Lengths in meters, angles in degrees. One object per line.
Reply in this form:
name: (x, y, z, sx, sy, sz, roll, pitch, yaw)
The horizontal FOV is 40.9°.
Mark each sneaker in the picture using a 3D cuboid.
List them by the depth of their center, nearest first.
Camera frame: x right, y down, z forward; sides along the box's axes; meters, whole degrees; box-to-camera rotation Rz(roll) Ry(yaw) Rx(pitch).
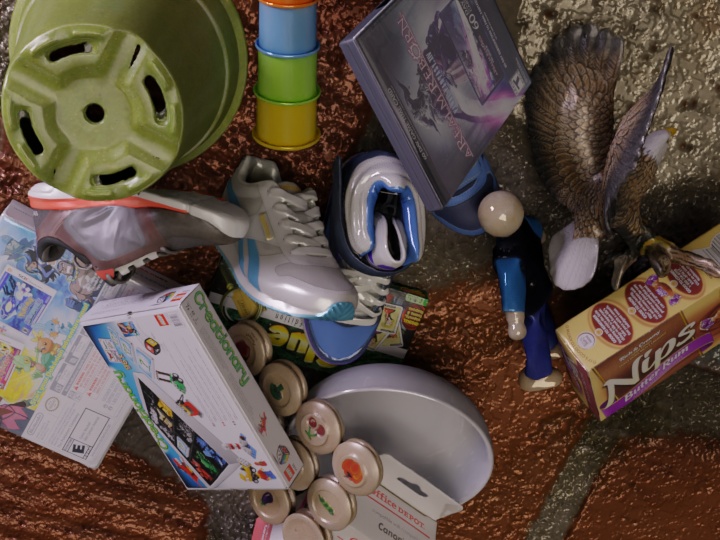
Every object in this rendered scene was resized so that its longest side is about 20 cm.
sneaker: (-0.063, -0.026, 0.789, 0.076, 0.200, 0.081, 6, 115, -39)
sneaker: (-0.181, -0.027, 0.794, 0.198, 0.077, 0.083, 7, 96, 21)
sneaker: (0.000, 0.000, 0.813, 0.080, 0.146, 0.202, 10, 100, -12)
sneaker: (0.065, -0.106, 0.825, 0.074, 0.082, 0.201, -29, 115, 6)

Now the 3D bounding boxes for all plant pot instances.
plant pot: (-0.185, -0.141, 0.727, 0.198, 0.190, 0.202, -2, 113, -5)

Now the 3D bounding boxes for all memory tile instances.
memory tile: (-0.077, 0.159, 0.886, 0.200, 0.017, 0.154, 44, 123, 17)

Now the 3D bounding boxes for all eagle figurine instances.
eagle figurine: (0.215, -0.092, 0.815, 0.151, 0.152, 0.201, -7, 130, 32)

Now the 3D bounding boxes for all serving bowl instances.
serving bowl: (0.029, 0.153, 0.928, 0.198, 0.066, 0.201, 5, 135, 5)

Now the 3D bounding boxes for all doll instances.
doll: (0.147, 0.016, 0.868, 0.048, 0.137, 0.201, -3, 127, 24)

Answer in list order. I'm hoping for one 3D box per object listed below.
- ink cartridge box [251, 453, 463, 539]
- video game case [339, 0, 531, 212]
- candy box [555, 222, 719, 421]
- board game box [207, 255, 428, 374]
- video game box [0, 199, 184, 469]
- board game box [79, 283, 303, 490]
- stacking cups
ink cartridge box: (-0.007, 0.264, 0.946, 0.116, 0.068, 0.200, 37, 129, -22)
video game case: (0.067, -0.160, 0.753, 0.019, 0.200, 0.144, -11, 120, 38)
candy box: (0.280, 0.044, 0.883, 0.199, 0.057, 0.117, -33, 145, -2)
board game box: (-0.045, 0.040, 0.912, 0.198, 0.024, 0.106, 17, 113, -12)
video game box: (-0.280, 0.064, 0.887, 0.181, 0.047, 0.201, 28, 108, -19)
board game box: (-0.146, 0.109, 0.845, 0.125, 0.035, 0.201, -8, 119, 34)
stacking cups: (-0.060, -0.199, 0.769, 0.060, 0.061, 0.202, -1, 122, -5)
